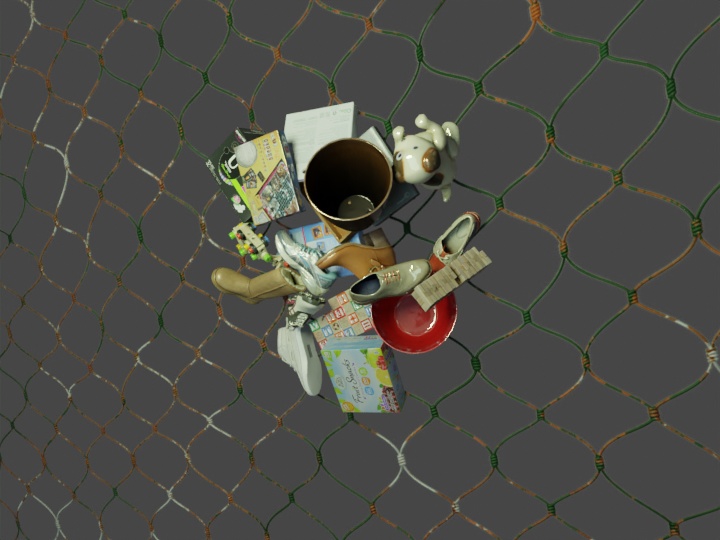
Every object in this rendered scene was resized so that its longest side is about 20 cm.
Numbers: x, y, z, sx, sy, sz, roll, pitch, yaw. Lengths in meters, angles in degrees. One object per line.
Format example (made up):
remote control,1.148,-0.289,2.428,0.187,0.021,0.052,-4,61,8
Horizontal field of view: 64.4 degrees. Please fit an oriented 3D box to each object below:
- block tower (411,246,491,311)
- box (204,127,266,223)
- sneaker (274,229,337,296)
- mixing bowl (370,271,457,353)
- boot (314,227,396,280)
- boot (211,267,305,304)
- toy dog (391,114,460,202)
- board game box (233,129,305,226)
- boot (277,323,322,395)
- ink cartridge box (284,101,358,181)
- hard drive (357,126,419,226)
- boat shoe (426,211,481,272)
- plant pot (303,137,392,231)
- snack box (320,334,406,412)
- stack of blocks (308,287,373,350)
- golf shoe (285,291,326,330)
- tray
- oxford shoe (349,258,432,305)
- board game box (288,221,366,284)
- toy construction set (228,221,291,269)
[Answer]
block tower,0.202,0.018,1.286,0.054,0.200,0.058,52,150,12
box,-0.280,-0.248,1.503,0.148,0.124,0.200,-38,81,25
sneaker,-0.134,-0.035,1.466,0.086,0.078,0.200,-40,92,21
mixing bowl,0.129,0.100,1.363,0.199,0.108,0.201,-2,79,8
boot,0.000,0.000,1.402,0.156,0.199,0.077,67,158,-4
boot,-0.270,0.024,1.521,0.199,0.175,0.066,-16,56,40
toy dog,0.134,-0.242,1.267,0.139,0.200,0.195,-6,96,26
board game box,-0.222,-0.222,1.393,0.135,0.035,0.201,-14,91,24
boot,-0.171,0.247,1.575,0.095,0.073,0.201,-13,85,32
ink cartridge box,-0.104,-0.306,1.414,0.199,0.041,0.201,-2,72,25
hard drive,0.038,-0.229,1.407,0.139,0.033,0.200,-35,84,26
boat shoe,0.210,-0.053,1.342,0.071,0.063,0.200,40,114,12
plant pot,-0.017,-0.164,1.282,0.186,0.200,0.188,-2,74,5
snack box,0.010,0.265,1.456,0.168,0.068,0.201,-5,115,25
stack of blocks,-0.036,0.117,1.488,0.199,0.059,0.116,-29,86,26
golf shoe,-0.145,0.107,1.474,0.077,0.200,0.089,19,74,-15
tray,-0.069,-0.175,1.433,0.099,0.037,0.200,-43,72,21
oxford shoe,0.068,0.025,1.292,0.199,0.074,0.071,-25,75,3
board game box,-0.081,-0.054,1.491,0.199,0.037,0.152,-10,95,27
toy construction set,-0.272,-0.062,1.528,0.199,0.092,0.131,29,154,25
